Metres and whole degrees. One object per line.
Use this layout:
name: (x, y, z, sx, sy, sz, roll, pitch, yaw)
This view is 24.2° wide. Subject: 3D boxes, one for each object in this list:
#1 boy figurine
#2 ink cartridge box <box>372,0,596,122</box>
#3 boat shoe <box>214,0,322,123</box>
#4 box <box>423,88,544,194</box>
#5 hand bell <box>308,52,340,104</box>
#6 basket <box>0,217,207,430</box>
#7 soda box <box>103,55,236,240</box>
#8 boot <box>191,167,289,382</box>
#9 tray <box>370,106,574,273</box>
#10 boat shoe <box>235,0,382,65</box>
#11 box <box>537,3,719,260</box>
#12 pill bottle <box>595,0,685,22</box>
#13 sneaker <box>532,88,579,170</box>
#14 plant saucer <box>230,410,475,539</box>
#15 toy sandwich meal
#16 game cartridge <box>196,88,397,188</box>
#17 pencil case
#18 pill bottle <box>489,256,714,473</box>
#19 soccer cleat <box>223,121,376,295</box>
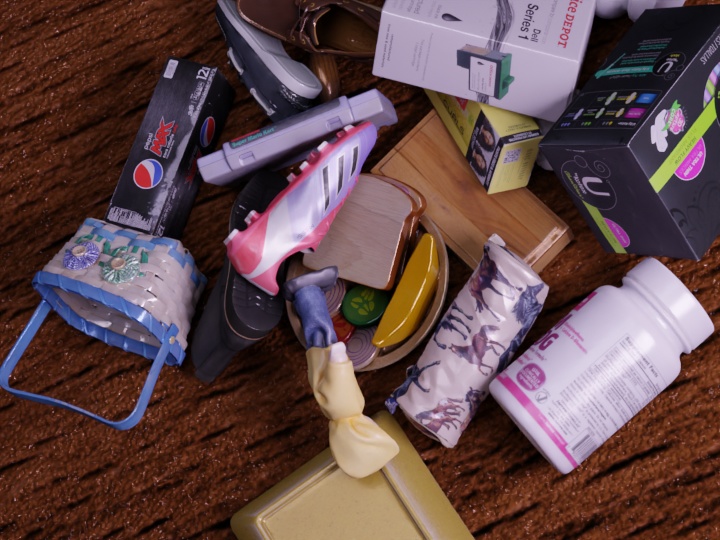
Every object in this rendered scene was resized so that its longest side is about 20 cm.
boy figurine: (-0.020, 0.099, 1.612, 0.064, 0.124, 0.201, -19, 77, -9)
ink cartridge box: (0.127, -0.240, 1.660, 0.199, 0.085, 0.146, 14, 46, 5)
boat shoe: (-0.114, -0.227, 1.811, 0.060, 0.075, 0.200, -56, 42, 20)
box: (0.115, -0.176, 1.711, 0.050, 0.075, 0.201, -12, 54, -22)
hand bell: (-0.050, -0.268, 1.820, 0.104, 0.104, 0.201, -10, 82, 12)
basket: (-0.264, 0.055, 1.723, 0.176, 0.139, 0.201, 13, 71, 26)
soda box: (-0.204, -0.124, 1.807, 0.063, 0.071, 0.201, 16, 77, 19)
boot: (-0.128, 0.005, 1.734, 0.077, 0.138, 0.201, 25, 51, -16)
tray: (0.112, -0.068, 1.720, 0.099, 0.037, 0.200, -44, 67, -2)
boat shoe: (-0.043, -0.262, 1.748, 0.199, 0.068, 0.072, 19, 105, 16)
box: (0.293, -0.131, 1.581, 0.124, 0.149, 0.200, 5, 50, 53)
pill bottle: (0.241, -0.329, 1.732, 0.200, 0.111, 0.111, 35, 84, 23)
sneaker: (0.191, -0.148, 1.707, 0.200, 0.076, 0.081, 45, 131, 38)
plant saucer: (-0.009, 0.262, 1.633, 0.200, 0.048, 0.200, -35, 65, 2)
toy sandwich meal: (0.000, 0.000, 1.691, 0.204, 0.070, 0.206, -8, 72, 24)
game cartridge: (-0.064, -0.137, 1.741, 0.199, 0.130, 0.039, -21, 83, 7)
pencil case: (0.106, 0.067, 1.630, 0.089, 0.078, 0.201, 35, 97, 33)
pill bottle: (0.230, 0.087, 1.591, 0.200, 0.113, 0.113, -41, 66, -2)
soccer cleat: (-0.048, -0.064, 1.656, 0.200, 0.067, 0.077, -44, 95, -13)
